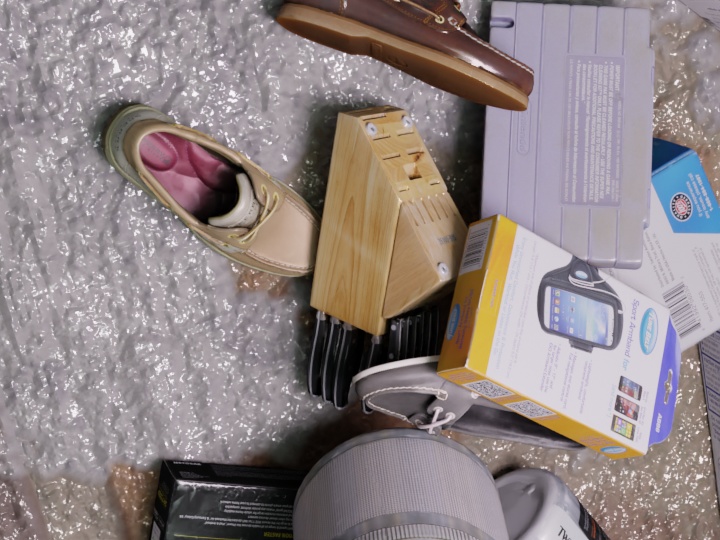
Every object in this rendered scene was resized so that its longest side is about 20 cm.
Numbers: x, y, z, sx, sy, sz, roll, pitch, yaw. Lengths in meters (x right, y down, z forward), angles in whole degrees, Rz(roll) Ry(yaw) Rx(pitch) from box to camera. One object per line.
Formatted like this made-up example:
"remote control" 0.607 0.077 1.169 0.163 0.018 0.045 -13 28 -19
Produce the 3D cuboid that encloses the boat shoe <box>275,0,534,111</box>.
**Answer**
"boat shoe" 0.040 -0.180 1.191 0.199 0.070 0.071 22 81 -5

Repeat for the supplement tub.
"supplement tub" 0.166 0.269 1.325 0.122 0.122 0.200 -41 110 -5

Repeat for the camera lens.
"camera lens" 0.033 0.222 1.161 0.159 0.200 0.161 -2 119 -4

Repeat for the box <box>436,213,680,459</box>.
"box" 0.152 0.055 1.179 0.199 0.041 0.120 28 64 -30

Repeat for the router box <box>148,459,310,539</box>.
"router box" -0.068 0.233 1.279 0.199 0.051 0.150 8 101 -20

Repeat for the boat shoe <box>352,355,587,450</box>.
"boat shoe" 0.089 0.100 1.184 0.199 0.067 0.057 4 64 -28

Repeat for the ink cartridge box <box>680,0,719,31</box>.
"ink cartridge box" 0.308 -0.221 1.259 0.199 0.116 0.067 32 92 -22

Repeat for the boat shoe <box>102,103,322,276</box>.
"boat shoe" -0.099 -0.050 1.194 0.199 0.066 0.074 30 91 -26

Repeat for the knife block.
"knife block" 0.000 0.000 1.232 0.064 0.175 0.201 -15 75 -52

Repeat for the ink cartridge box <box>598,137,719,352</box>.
"ink cartridge box" 0.194 0.008 1.292 0.199 0.086 0.147 -30 109 -7

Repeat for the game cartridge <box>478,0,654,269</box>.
"game cartridge" 0.157 -0.103 1.229 0.129 0.038 0.202 4 79 -1

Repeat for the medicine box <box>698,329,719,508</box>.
"medicine box" 0.397 0.117 1.373 0.181 0.103 0.201 -15 107 -14
